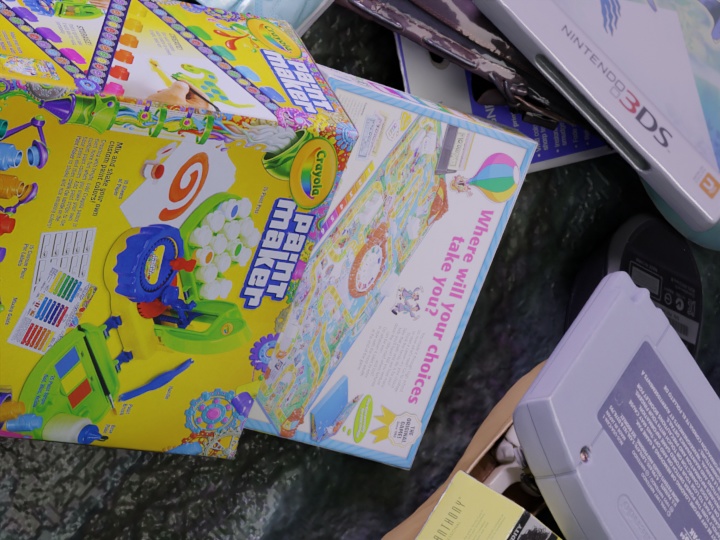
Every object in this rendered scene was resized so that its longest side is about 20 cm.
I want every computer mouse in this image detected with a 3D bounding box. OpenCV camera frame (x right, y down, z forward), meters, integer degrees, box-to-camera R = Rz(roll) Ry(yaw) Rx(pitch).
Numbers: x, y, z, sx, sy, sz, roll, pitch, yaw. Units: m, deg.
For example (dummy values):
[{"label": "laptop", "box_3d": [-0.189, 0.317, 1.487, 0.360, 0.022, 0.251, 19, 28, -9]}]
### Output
[{"label": "computer mouse", "box_3d": [0.145, 0.062, 1.529, 0.138, 0.053, 0.200, 30, 61, -36]}]

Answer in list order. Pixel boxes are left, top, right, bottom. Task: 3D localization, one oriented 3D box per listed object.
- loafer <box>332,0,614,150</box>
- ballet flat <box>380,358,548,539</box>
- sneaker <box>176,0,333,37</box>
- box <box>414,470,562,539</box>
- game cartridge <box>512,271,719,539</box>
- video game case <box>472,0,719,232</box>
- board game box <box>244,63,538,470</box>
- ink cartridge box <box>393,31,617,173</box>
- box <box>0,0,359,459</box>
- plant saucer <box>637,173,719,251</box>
[{"label": "loafer", "box_3d": [0.065, -0.123, 1.460, 0.200, 0.072, 0.063, 37, 96, -18]}, {"label": "ballet flat", "box_3d": [0.084, 0.128, 1.520, 0.200, 0.063, 0.069, -48, 110, -17]}, {"label": "sneaker", "box_3d": [-0.053, -0.154, 1.389, 0.074, 0.082, 0.200, 31, 104, 11]}, {"label": "box", "box_3d": [0.089, 0.180, 1.473, 0.075, 0.050, 0.200, -57, 148, -7]}, {"label": "game cartridge", "box_3d": [0.163, 0.117, 1.471, 0.200, 0.041, 0.133, 56, 45, -20]}, {"label": "video game case", "box_3d": [0.176, -0.150, 1.469, 0.182, 0.022, 0.200, 45, 57, -10]}, {"label": "board game box", "box_3d": [0.000, 0.000, 1.459, 0.134, 0.034, 0.200, 17, 101, -26]}, {"label": "ink cartridge box", "box_3d": [0.095, -0.158, 1.526, 0.200, 0.043, 0.198, -14, 99, -27]}, {"label": "box", "box_3d": [-0.134, -0.026, 1.327, 0.192, 0.122, 0.200, 9, 119, -27]}, {"label": "plant saucer", "box_3d": [0.224, -0.112, 1.567, 0.200, 0.027, 0.200, 3, 86, -44]}]
